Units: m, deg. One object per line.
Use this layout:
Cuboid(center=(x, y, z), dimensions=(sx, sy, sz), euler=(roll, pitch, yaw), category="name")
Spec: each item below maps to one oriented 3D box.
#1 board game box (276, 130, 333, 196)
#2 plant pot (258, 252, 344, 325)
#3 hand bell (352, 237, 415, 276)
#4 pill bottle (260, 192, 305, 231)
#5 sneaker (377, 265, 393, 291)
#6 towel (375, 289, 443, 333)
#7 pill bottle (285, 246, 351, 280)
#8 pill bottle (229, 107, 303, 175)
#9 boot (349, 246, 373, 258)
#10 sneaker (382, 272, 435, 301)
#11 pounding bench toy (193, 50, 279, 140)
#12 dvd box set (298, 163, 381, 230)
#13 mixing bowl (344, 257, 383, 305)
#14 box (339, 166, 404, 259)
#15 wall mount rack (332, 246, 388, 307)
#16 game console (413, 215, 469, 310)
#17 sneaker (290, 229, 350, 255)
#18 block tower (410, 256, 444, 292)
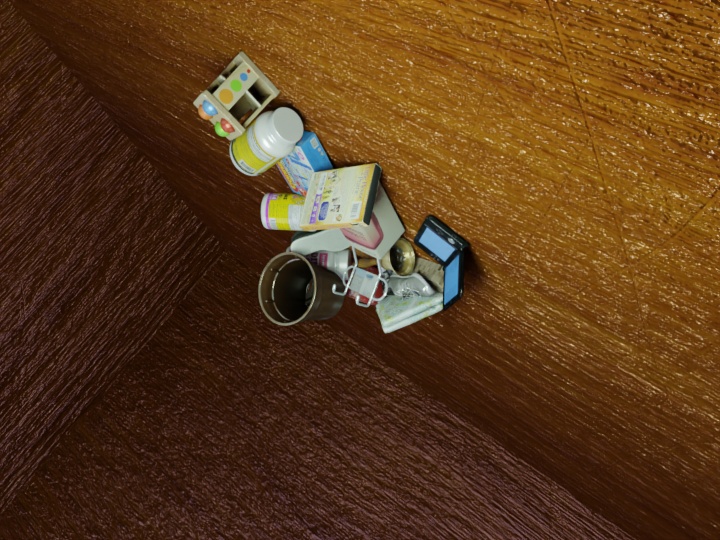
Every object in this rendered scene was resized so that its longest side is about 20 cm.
Cuboid(center=(-0.151, -0.279, 1.569), dimensions=(0.195, 0.056, 0.201), euler=(24, 153, 46), category="board game box")
Cuboid(center=(-0.157, 0.061, 1.713), dimensions=(0.199, 0.202, 0.198), euler=(31, -172, 29), category="plant pot")
Cuboid(center=(0.047, -0.028, 1.671), dimensions=(0.199, 0.105, 0.104), euler=(-7, 135, 47), category="hand bell")
Cuboid(center=(-0.176, -0.165, 1.691), dimensions=(0.197, 0.106, 0.104), euler=(4, 158, 9), category="pill bottle")
Cuboid(center=(0.085, -0.037, 1.748), dimensions=(0.067, 0.089, 0.202), euler=(-127, 19, -64), category="sneaker")
Cuboid(center=(0.142, 0.099, 1.667), dimensions=(0.171, 0.198, 0.049), euler=(-105, -9, -72), category="towel")
Cuboid(center=(-0.132, -0.019, 1.869), dimensions=(0.197, 0.115, 0.114), euler=(0, 158, 6), category="pill bottle")
Cuboid(center=(-0.226, -0.314, 1.437), dimensions=(0.112, 0.113, 0.199), euler=(44, 144, -22), category="pill bottle")
Cuboid(center=(-0.004, -0.093, 1.796), dimensions=(0.154, 0.074, 0.200), euler=(34, 176, 23), category="boot")
Cuboid(center=(0.134, 0.057, 1.638), dimensions=(0.075, 0.082, 0.199), euler=(44, 165, -22), category="sneaker")
Cuboid(center=(-0.316, -0.405, 1.438), dimensions=(0.124, 0.157, 0.199), euler=(44, 166, -22), category="pounding bench toy")
Cuboid(center=(-0.049, -0.169, 1.388), dimensions=(0.198, 0.148, 0.029), euler=(-2, 159, 38), category="dvd box set")
Cuboid(center=(0.012, 0.025, 1.963), dimensions=(0.198, 0.110, 0.200), euler=(21, -168, -5), category="mixing bowl")
Cuboid(center=(0.006, -0.144, 1.502), dimensions=(0.127, 0.109, 0.201), euler=(26, 159, 41), category="box")
Cuboid(center=(0.000, 0.000, 1.640), dimensions=(0.074, 0.176, 0.199), euler=(19, -178, -41), category="wall mount rack")
Cuboid(center=(0.186, -0.014, 1.442), dimensions=(0.175, 0.117, 0.200), euler=(38, 166, 5), category="game console")
Cuboid(center=(-0.115, -0.096, 1.734), dimensions=(0.099, 0.197, 0.072), euler=(-131, 31, -65), category="sneaker")
Cuboid(center=(0.179, 0.006, 1.653), dimensions=(0.199, 0.058, 0.054), euler=(20, 157, 49), category="block tower")
